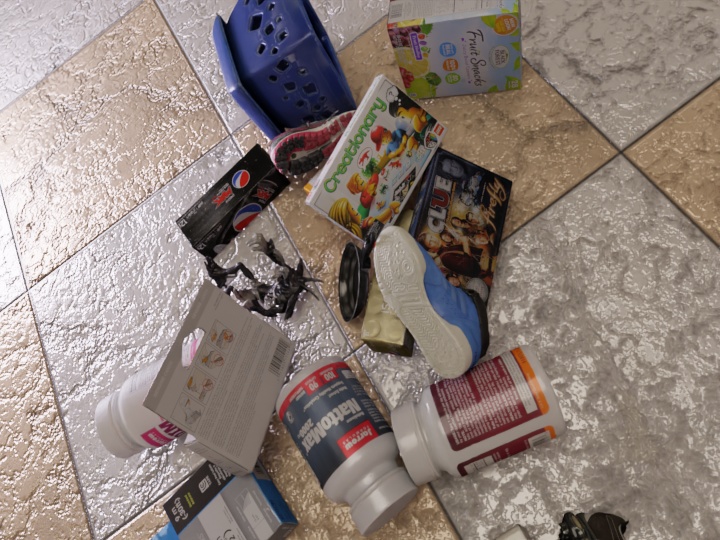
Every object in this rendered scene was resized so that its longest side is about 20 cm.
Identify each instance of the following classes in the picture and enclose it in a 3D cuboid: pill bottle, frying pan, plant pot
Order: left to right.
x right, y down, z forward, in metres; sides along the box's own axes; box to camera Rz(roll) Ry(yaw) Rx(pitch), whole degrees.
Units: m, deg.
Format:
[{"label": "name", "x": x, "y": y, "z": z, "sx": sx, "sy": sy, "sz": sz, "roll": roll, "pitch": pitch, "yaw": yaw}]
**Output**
[{"label": "pill bottle", "x": -0.286, "y": 0.193, "z": 0.855, "sx": 0.196, "sy": 0.114, "sz": 0.116, "roll": -28, "pitch": 62, "yaw": 6}, {"label": "plant pot", "x": -0.138, "y": -0.361, "z": 0.988, "sx": 0.176, "sy": 0.200, "sz": 0.205, "roll": -27, "pitch": 63, "yaw": 12}, {"label": "pill bottle", "x": -0.016, "y": 0.227, "z": 0.749, "sx": 0.119, "sy": 0.120, "sz": 0.201, "roll": -39, "pitch": 63, "yaw": -1}, {"label": "frying pan", "x": -0.003, "y": -0.011, "z": 0.822, "sx": 0.030, "sy": 0.194, "sz": 0.117, "roll": 3, "pitch": 41, "yaw": -17}, {"label": "pill bottle", "x": 0.143, "y": 0.184, "z": 0.715, "sx": 0.195, "sy": 0.114, "sz": 0.117, "roll": -24, "pitch": 63, "yaw": 7}]

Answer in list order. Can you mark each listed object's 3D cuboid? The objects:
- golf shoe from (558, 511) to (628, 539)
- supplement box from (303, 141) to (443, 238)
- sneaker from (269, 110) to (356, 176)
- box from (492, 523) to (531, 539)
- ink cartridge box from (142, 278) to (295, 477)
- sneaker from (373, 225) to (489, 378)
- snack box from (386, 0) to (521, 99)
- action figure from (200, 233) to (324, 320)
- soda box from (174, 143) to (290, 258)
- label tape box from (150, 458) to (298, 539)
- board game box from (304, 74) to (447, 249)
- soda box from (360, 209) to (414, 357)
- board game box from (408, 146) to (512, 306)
[{"label": "golf shoe", "x": 0.286, "y": 0.350, "z": 0.600, "sx": 0.091, "sy": 0.079, "sz": 0.204, "roll": -10, "pitch": 45, "yaw": -2}, {"label": "supplement box", "x": 0.018, "y": -0.162, "z": 0.894, "sx": 0.200, "sy": 0.074, "sz": 0.126, "roll": -47, "pitch": 33, "yaw": -3}, {"label": "sneaker", "x": -0.059, "y": -0.224, "z": 0.952, "sx": 0.194, "sy": 0.083, "sz": 0.075, "roll": -17, "pitch": 34, "yaw": -15}, {"label": "box", "x": 0.133, "y": 0.396, "z": 0.636, "sx": 0.197, "sy": 0.109, "sz": 0.130, "roll": -34, "pitch": 62, "yaw": 3}, {"label": "ink cartridge box", "x": -0.190, "y": 0.144, "z": 0.781, "sx": 0.044, "sy": 0.175, "sz": 0.204, "roll": -27, "pitch": 33, "yaw": 40}, {"label": "sneaker", "x": 0.097, "y": 0.033, "z": 0.740, "sx": 0.076, "sy": 0.110, "sz": 0.203, "roll": -41, "pitch": 73, "yaw": 32}, {"label": "snack box", "x": 0.154, "y": -0.356, "z": 0.898, "sx": 0.193, "sy": 0.169, "sz": 0.070, "roll": -1, "pitch": 68, "yaw": 18}, {"label": "action figure", "x": -0.161, "y": 0.017, "z": 0.893, "sx": 0.193, "sy": 0.103, "sz": 0.122, "roll": -4, "pitch": 56, "yaw": 18}, {"label": "soda box", "x": -0.219, "y": -0.117, "z": 0.986, "sx": 0.200, "sy": 0.063, "sz": 0.071, "roll": -44, "pitch": 64, "yaw": -2}, {"label": "label tape box", "x": -0.203, "y": 0.360, "z": 0.788, "sx": 0.199, "sy": 0.066, "sz": 0.143, "roll": -43, "pitch": 62, "yaw": -4}, {"label": "board game box", "x": 0.023, "y": -0.149, "z": 0.806, "sx": 0.204, "sy": 0.124, "sz": 0.035, "roll": -60, "pitch": 21, "yaw": 1}, {"label": "soda box", "x": 0.056, "y": 0.016, "z": 0.840, "sx": 0.065, "sy": 0.064, "sz": 0.207, "roll": 5, "pitch": 70, "yaw": 20}, {"label": "board game box", "x": 0.137, "y": -0.059, "z": 0.819, "sx": 0.132, "sy": 0.035, "sz": 0.206, "roll": 20, "pitch": 72, "yaw": -12}]
